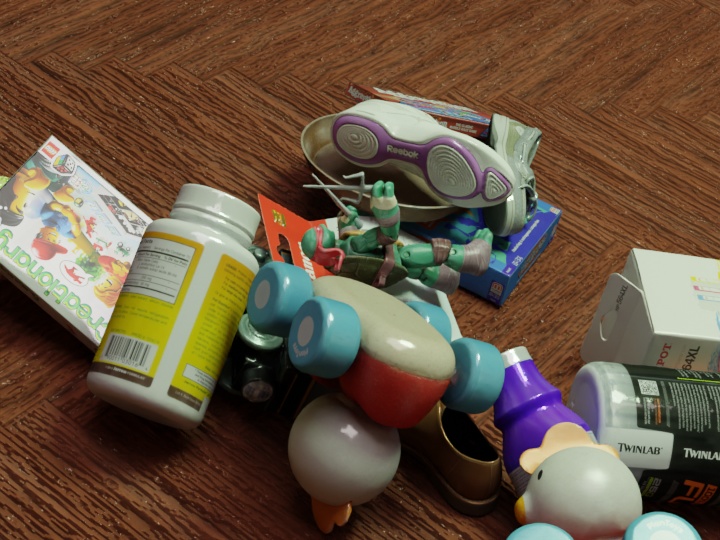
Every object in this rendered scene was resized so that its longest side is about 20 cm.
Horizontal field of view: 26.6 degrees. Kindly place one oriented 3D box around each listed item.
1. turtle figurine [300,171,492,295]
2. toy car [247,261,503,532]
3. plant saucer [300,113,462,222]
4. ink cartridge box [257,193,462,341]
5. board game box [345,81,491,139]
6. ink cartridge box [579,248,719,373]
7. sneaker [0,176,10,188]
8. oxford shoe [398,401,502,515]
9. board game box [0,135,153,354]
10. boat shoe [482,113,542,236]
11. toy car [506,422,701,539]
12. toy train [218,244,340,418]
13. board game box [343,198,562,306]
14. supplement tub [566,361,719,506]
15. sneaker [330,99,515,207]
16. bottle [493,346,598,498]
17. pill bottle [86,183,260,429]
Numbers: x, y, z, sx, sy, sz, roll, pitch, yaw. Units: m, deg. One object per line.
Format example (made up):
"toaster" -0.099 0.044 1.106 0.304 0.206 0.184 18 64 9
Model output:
"turtle figurine" 0.015 -0.028 1.425 0.198 0.102 0.149 14 -5 -23
"toy car" -0.014 0.121 1.298 0.183 0.201 0.177 16 11 -32
"plant saucer" 0.030 -0.106 1.607 0.198 0.035 0.201 12 31 -7
"ink cartridge box" 0.000 0.000 1.481 0.199 0.047 0.161 27 30 -33
"board game box" 0.089 -0.179 1.741 0.199 0.020 0.103 6 17 -40
"ink cartridge box" 0.327 0.073 1.496 0.198 0.129 0.126 6 39 -8
"sneaker" -0.328 -0.061 1.494 0.199 0.077 0.075 27 41 15
"oxford shoe" 0.061 0.131 1.391 0.071 0.072 0.200 -25 51 -36
"board game box" -0.253 -0.014 1.409 0.200 0.035 0.126 40 69 0
"boat shoe" 0.167 -0.104 1.633 0.064 0.075 0.202 8 31 -2
"toy car" 0.162 0.210 1.204 0.175 0.185 0.201 -4 48 -6
"toy train" -0.076 0.055 1.437 0.113 0.086 0.201 17 34 -18
"board game box" 0.099 -0.057 1.647 0.199 0.045 0.152 26 40 15
"supplement tub" 0.295 0.152 1.395 0.198 0.123 0.123 6 39 -10
"sneaker" 0.073 -0.132 1.562 0.199 0.075 0.100 24 32 14
"bottle" 0.167 0.165 1.323 0.065 0.083 0.201 -1 60 -54
"pill bottle" -0.158 0.030 1.341 0.108 0.109 0.201 19 77 6
